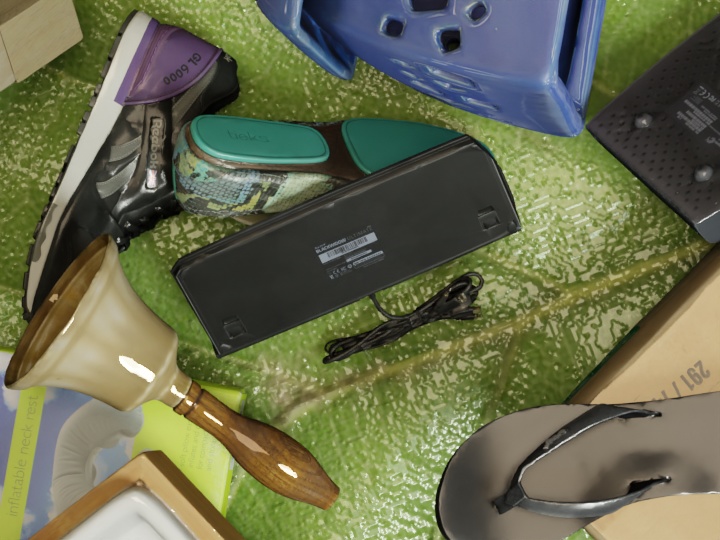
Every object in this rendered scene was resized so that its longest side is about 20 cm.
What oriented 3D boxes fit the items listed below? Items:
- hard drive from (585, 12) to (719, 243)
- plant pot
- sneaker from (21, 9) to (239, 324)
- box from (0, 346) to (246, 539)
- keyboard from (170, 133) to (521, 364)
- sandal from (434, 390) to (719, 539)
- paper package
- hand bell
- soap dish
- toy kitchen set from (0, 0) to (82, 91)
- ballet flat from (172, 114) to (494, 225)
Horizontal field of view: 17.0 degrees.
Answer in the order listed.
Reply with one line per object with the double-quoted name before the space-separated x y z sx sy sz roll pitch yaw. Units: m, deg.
"hard drive" 0.244 -0.105 1.396 0.200 0.042 0.135 -37 42 -4
"plant pot" 0.048 -0.195 1.374 0.179 0.200 0.201 9 87 10
"sneaker" -0.134 -0.049 1.433 0.087 0.076 0.201 23 88 -2
"box" -0.176 0.113 1.438 0.199 0.048 0.122 9 87 2
"keyboard" 0.000 0.000 1.417 0.199 0.021 0.127 -22 126 5
"sandal" 0.135 0.104 1.324 0.199 0.043 0.076 -15 85 2
"paper package" 0.224 0.102 1.391 0.191 0.103 0.200 44 90 6
"hand bell" -0.093 0.077 1.381 0.200 0.104 0.104 35 89 -15
"soap dish" -0.112 0.210 1.376 0.157 0.081 0.200 -38 103 18
"toy kitchen set" -0.279 -0.071 1.450 0.163 0.181 0.200 20 47 39
"ballet flat" -0.018 -0.054 1.426 0.199 0.074 0.075 5 87 -19
